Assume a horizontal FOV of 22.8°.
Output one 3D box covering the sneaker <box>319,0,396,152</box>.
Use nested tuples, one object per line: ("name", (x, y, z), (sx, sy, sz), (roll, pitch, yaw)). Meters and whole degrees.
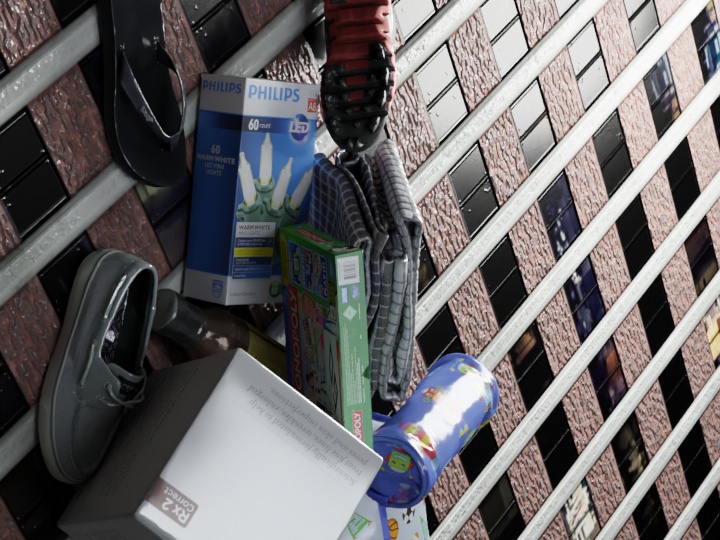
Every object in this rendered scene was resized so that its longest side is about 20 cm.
("sneaker", (0.000, -0.198, 1.663), (0.098, 0.070, 0.201), (73, 15, -72))

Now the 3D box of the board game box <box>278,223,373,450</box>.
("board game box", (-0.030, 0.069, 1.568), (0.029, 0.134, 0.201), (-9, 104, -23))

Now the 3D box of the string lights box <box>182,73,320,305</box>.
("string lights box", (-0.098, -0.073, 1.609), (0.103, 0.059, 0.201), (-2, 100, -50))

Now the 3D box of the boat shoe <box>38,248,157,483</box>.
("boat shoe", (-0.214, 0.083, 1.492), (0.070, 0.071, 0.202), (12, 89, -51))

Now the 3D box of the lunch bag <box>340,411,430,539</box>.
("lunch bag", (-0.016, 0.251, 1.712), (0.200, 0.123, 0.171), (-37, 126, -52))

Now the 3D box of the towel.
("towel", (0.000, 0.000, 1.640), (0.085, 0.166, 0.201), (-2, 123, -9))

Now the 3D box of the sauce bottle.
("sauce bottle", (-0.121, 0.072, 1.612), (0.200, 0.065, 0.065), (38, 69, -47))

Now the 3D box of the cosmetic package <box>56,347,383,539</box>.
("cosmetic package", (-0.120, 0.185, 1.491), (0.165, 0.200, 0.165), (39, 66, -18))

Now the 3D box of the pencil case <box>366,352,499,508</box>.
("pencil case", (0.061, 0.152, 1.663), (0.200, 0.078, 0.087), (-41, 161, -56))

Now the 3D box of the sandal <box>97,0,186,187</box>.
("sandal", (-0.181, -0.161, 1.500), (0.076, 0.043, 0.201), (-31, 121, -43))
